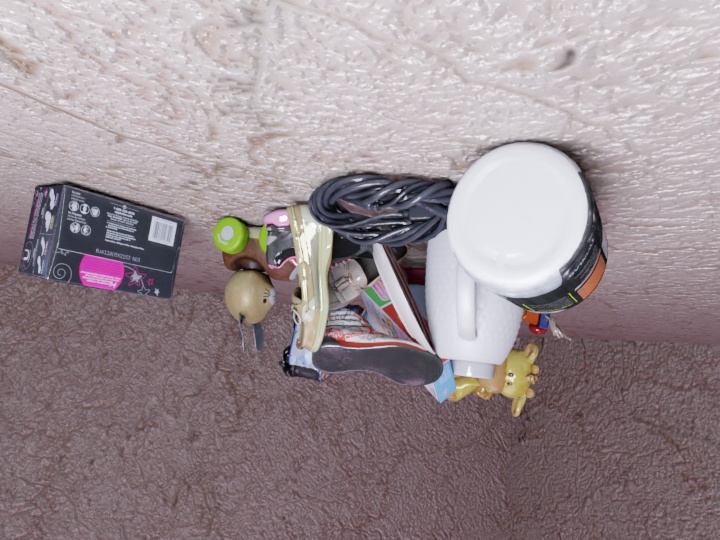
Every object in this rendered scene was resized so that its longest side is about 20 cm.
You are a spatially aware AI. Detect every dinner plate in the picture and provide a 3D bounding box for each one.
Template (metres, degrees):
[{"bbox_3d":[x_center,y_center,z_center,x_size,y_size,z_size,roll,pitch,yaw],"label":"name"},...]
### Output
[{"bbox_3d":[0.056,0.028,0.785,0.024,0.206,0.200,-25,166,8],"label":"dinner plate"}]

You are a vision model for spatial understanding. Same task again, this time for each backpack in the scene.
[{"bbox_3d":[-0.071,0.116,1.114,0.148,0.199,0.200,1,177,8],"label":"backpack"}]

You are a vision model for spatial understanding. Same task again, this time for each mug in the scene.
[{"bbox_3d":[0.153,0.032,0.752,0.142,0.183,0.200,3,172,17],"label":"mug"}]

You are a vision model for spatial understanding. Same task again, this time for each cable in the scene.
[{"bbox_3d":[0.029,-0.065,0.630,0.192,0.053,0.163,5,172,11],"label":"cable"}]

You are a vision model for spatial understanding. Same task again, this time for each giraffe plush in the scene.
[{"bbox_3d":[0.254,0.184,1.032,0.194,0.178,0.162,-19,-162,-11],"label":"giraffe plush"}]

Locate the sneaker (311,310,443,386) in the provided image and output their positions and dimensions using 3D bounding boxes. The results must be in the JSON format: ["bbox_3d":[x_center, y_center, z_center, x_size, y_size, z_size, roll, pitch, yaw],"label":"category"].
[{"bbox_3d":[0.026,0.110,0.835,0.193,0.070,0.109,6,-154,-1],"label":"sneaker"}]

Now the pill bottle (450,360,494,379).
[{"bbox_3d":[0.196,0.078,0.953,0.107,0.208,0.111,6,173,1],"label":"pill bottle"}]

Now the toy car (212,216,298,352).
[{"bbox_3d":[-0.165,0.033,0.923,0.152,0.208,0.164,5,173,10],"label":"toy car"}]

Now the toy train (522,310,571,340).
[{"bbox_3d":[0.290,0.073,1.000,0.111,0.088,0.201,1,-160,-3],"label":"toy train"}]

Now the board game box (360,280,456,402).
[{"bbox_3d":[0.078,0.111,0.946,0.200,0.040,0.155,45,163,40],"label":"board game box"}]

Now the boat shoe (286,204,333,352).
[{"bbox_3d":[-0.074,0.013,0.745,0.061,0.208,0.074,1,-156,-14],"label":"boat shoe"}]

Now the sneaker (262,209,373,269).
[{"bbox_3d":[-0.056,-0.026,0.817,0.194,0.099,0.078,9,170,-29],"label":"sneaker"}]

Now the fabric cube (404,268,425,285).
[{"bbox_3d":[0.173,0.115,1.248,0.193,0.208,0.195,3,173,23],"label":"fabric cube"}]

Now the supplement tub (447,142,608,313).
[{"bbox_3d":[0.165,-0.028,0.517,0.119,0.128,0.198,2,171,28],"label":"supplement tub"}]

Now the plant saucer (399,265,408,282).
[{"bbox_3d":[0.001,-0.004,1.098,0.193,0.053,0.201,7,173,1],"label":"plant saucer"}]

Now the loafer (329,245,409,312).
[{"bbox_3d":[0.000,0.000,0.882,0.197,0.074,0.062,-30,180,-38],"label":"loafer"}]

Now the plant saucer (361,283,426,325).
[{"bbox_3d":[0.084,0.100,1.100,0.193,0.205,0.036,8,-147,-19],"label":"plant saucer"}]

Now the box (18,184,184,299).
[{"bbox_3d":[-0.391,-0.040,0.847,0.112,0.137,0.197,5,173,37],"label":"box"}]
